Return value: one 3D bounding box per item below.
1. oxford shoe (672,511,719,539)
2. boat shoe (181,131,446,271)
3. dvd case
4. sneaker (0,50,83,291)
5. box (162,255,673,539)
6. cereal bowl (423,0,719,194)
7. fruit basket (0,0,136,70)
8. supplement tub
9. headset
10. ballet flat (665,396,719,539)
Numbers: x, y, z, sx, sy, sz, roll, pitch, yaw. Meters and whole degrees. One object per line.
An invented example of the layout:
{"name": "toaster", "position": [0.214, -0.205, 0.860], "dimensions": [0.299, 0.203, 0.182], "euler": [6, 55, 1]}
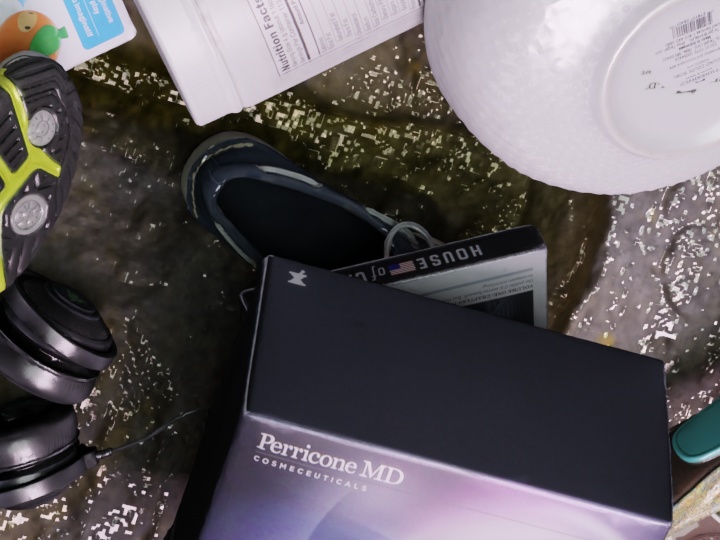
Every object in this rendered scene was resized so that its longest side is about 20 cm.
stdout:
{"name": "oxford shoe", "position": [0.202, 0.139, 1.368], "dimensions": [0.200, 0.071, 0.073], "euler": [-1, 104, -11]}
{"name": "boat shoe", "position": [0.000, 0.000, 1.280], "dimensions": [0.200, 0.062, 0.075], "euler": [39, 97, -21]}
{"name": "dvd case", "position": [0.021, 0.072, 1.288], "dimensions": [0.150, 0.025, 0.200], "euler": [-14, 133, -9]}
{"name": "sneaker", "position": [-0.199, -0.015, 1.190], "dimensions": [0.075, 0.076, 0.200], "euler": [23, 97, -48]}
{"name": "box", "position": [0.018, 0.124, 1.199], "dimensions": [0.200, 0.123, 0.198], "euler": [15, 126, -7]}
{"name": "cereal bowl", "position": [0.134, -0.111, 1.156], "dimensions": [0.200, 0.083, 0.200], "euler": [-13, 133, -14]}
{"name": "fruit basket", "position": [-0.223, -0.144, 1.169], "dimensions": [0.200, 0.094, 0.185], "euler": [-24, 111, -7]}
{"name": "supplement tub", "position": [-0.014, -0.166, 1.186], "dimensions": [0.200, 0.132, 0.132], "euler": [-26, 111, -2]}
{"name": "headset", "position": [-0.158, 0.060, 1.274], "dimensions": [0.200, 0.094, 0.124], "euler": [14, 104, 0]}
{"name": "ballet flat", "position": [0.162, 0.113, 1.312], "dimensions": [0.200, 0.071, 0.071], "euler": [-28, 112, 1]}
